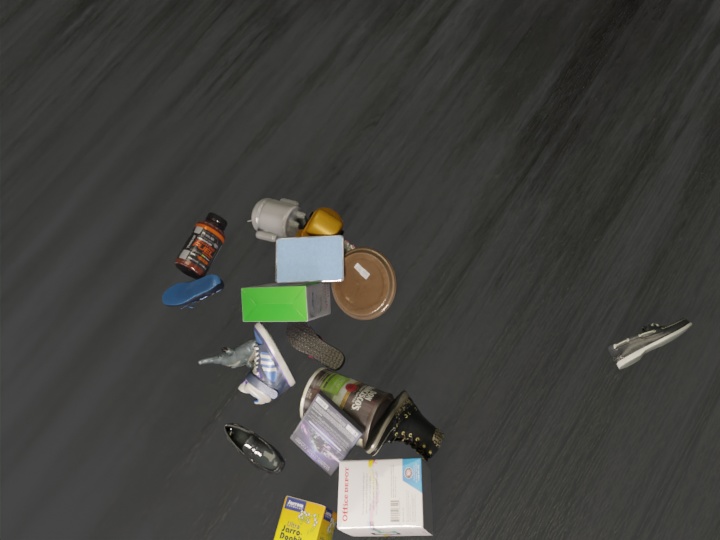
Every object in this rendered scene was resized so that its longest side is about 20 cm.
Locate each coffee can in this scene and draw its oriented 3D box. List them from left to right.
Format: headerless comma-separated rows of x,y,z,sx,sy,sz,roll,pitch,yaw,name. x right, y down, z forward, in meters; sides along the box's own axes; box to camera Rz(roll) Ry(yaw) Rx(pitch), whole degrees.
-0.033,0.346,1.559,0.196,0.147,0.149,16,68,25,coffee can

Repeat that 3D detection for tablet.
-0.142,-0.031,1.740,0.194,0.014,0.134,-2,78,6,tablet

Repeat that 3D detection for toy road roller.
-0.125,-0.090,1.800,0.121,0.146,0.203,30,68,-3,toy road roller

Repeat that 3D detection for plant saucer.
0.005,0.037,1.730,0.195,0.029,0.206,1,91,21,plant saucer

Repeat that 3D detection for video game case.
-0.084,0.399,1.514,0.142,0.202,0.019,40,39,11,video game case

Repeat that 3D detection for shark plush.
-0.364,0.228,1.766,0.195,0.084,0.093,-2,61,16,shark plush

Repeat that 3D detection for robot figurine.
-0.256,-0.157,1.924,0.196,0.114,0.171,17,52,25,robot figurine

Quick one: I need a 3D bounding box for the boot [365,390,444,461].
0.109,0.394,1.462,0.153,0.074,0.204,43,39,2,boot

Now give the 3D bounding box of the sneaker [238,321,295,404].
-0.278,0.260,1.679,0.144,0.081,0.203,-30,98,-8,sneaker

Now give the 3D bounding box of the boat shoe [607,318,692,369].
0.684,0.158,1.475,0.197,0.076,0.061,-28,63,0,boat shoe

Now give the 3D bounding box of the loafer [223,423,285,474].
-0.281,0.462,1.620,0.198,0.071,0.069,27,73,28,loafer

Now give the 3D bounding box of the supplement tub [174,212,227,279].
-0.495,-0.081,1.963,0.105,0.107,0.203,15,68,24,supplement tub

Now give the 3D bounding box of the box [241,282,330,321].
-0.201,0.088,1.725,0.195,0.176,0.100,-2,93,20,box

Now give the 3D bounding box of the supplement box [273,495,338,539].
-0.138,0.649,1.449,0.107,0.109,0.204,6,64,21,supplement box

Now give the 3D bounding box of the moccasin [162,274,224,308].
-0.509,0.075,1.908,0.195,0.068,0.082,-13,66,12,moccasin

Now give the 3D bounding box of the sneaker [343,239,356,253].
0.000,0.000,1.785,0.199,0.074,0.088,39,94,22,sneaker

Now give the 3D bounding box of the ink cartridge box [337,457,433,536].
0.058,0.524,1.433,0.195,0.147,0.150,-6,61,14,ink cartridge box

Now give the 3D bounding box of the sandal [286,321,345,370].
-0.127,0.211,1.731,0.198,0.045,0.076,35,81,15,sandal
